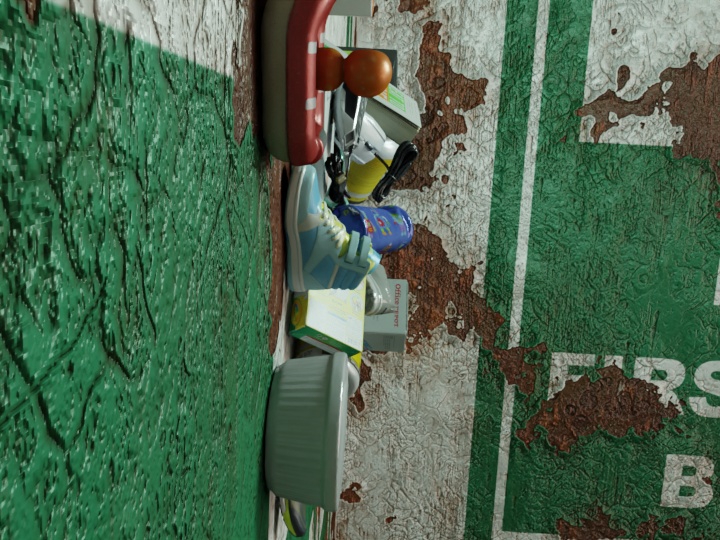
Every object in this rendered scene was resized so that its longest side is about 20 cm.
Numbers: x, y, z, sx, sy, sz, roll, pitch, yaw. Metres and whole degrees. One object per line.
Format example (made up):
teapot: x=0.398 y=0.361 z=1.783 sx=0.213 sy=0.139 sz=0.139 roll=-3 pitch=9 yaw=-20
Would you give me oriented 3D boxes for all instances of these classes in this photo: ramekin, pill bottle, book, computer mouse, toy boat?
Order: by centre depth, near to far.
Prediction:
toy boat: x=-0.032 y=-0.209 z=0.729 sx=0.131 sy=0.129 sz=0.202 roll=-85 pitch=178 yaw=-65
ramekin: x=-0.068 y=0.207 z=0.930 sx=0.202 sy=0.093 sz=0.205 roll=4 pitch=90 yaw=-88
computer mouse: x=-0.023 y=-0.204 z=1.007 sx=0.110 sy=0.043 sz=0.202 roll=68 pitch=31 yaw=-74
computer mouse: x=0.001 y=-0.209 z=1.138 sx=0.110 sy=0.200 sz=0.044 roll=-46 pitch=-156 yaw=8
pill bottle: x=-0.050 y=0.112 z=1.176 sx=0.201 sy=0.108 sz=0.110 roll=-86 pitch=178 yaw=-48
book: x=0.009 y=-0.305 z=1.202 sx=0.048 sy=0.199 sz=0.134 roll=-49 pitch=-159 yaw=30
pill bottle: x=0.007 y=-0.224 z=1.327 sx=0.200 sy=0.111 sz=0.113 roll=-52 pitch=-157 yaw=38

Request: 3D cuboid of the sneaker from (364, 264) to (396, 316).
sneaker: x=0.000 y=0.000 z=1.213 sx=0.075 sy=0.082 sz=0.201 roll=-40 pitch=-127 yaw=28

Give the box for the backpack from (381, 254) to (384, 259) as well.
backpack: x=0.012 y=-0.084 z=2.753 sx=0.200 sy=0.165 sz=0.128 roll=64 pitch=33 yaw=-75

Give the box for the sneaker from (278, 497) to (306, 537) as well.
sneaker: x=-0.076 y=0.286 z=1.039 sx=0.074 sy=0.080 sz=0.202 roll=85 pitch=8 yaw=-78

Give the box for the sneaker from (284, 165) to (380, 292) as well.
sneaker: x=-0.035 y=-0.056 z=0.960 sx=0.080 sy=0.129 sz=0.201 roll=-82 pitch=175 yaw=-51

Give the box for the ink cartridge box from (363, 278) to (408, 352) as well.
ink cartridge box: x=0.004 y=0.096 z=1.564 sx=0.083 sy=0.198 sz=0.147 roll=91 pitch=3 yaw=-53

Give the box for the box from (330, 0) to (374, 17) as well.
box: x=-0.021 y=-0.538 z=1.184 sx=0.125 sy=0.096 sz=0.202 roll=-85 pitch=178 yaw=-64

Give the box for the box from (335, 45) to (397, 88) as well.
box: x=-0.003 y=-0.322 z=1.403 sx=0.201 sy=0.147 sz=0.125 roll=91 pitch=3 yaw=-52

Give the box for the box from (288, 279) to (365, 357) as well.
box: x=-0.047 y=0.022 z=1.088 sx=0.048 sy=0.117 sz=0.202 roll=-25 pitch=-133 yaw=40

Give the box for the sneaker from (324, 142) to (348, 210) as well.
sneaker: x=-0.053 y=-0.113 z=1.224 sx=0.140 sy=0.077 sz=0.202 roll=85 pitch=9 yaw=-77

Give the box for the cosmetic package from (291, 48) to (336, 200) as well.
cosmetic package: x=-0.066 y=-0.213 z=1.020 sx=0.151 sy=0.051 sz=0.202 roll=-76 pitch=169 yaw=-70

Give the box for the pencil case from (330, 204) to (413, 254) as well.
pencil case: x=0.012 y=-0.064 z=1.105 sx=0.087 sy=0.078 sz=0.200 roll=60 pitch=24 yaw=9
